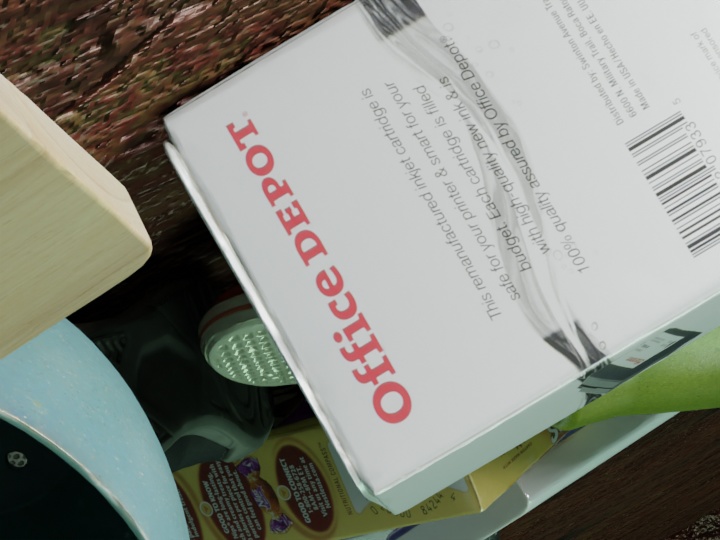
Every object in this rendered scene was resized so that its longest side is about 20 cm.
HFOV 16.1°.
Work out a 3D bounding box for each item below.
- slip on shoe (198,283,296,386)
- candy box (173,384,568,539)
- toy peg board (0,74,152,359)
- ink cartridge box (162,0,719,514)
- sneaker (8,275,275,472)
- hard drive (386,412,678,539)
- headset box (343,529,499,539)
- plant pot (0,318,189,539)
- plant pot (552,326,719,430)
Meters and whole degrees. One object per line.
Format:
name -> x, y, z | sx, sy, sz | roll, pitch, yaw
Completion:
slip on shoe -> 0.000, 0.000, 1.018 | 0.074, 0.061, 0.200 | -34, 171, 37
candy box -> -0.010, 0.072, 1.092 | 0.199, 0.057, 0.117 | -17, -169, 36
toy peg board -> -0.181, -0.023, 0.530 | 0.199, 0.098, 0.199 | -33, 151, 6
ink cartridge box -> 0.056, -0.031, 0.844 | 0.199, 0.145, 0.084 | -30, 167, 0
sneaker -> -0.108, 0.057, 0.975 | 0.114, 0.077, 0.199 | -21, 180, 22
hard drive -> 0.115, 0.069, 1.162 | 0.199, 0.025, 0.132 | -29, 173, -30
headset box -> -0.043, 0.169, 1.249 | 0.199, 0.093, 0.175 | -14, 129, -24
plant pot -> -0.140, 0.074, 0.779 | 0.200, 0.200, 0.135 | -37, -159, 24
plant pot -> 0.138, -0.032, 0.964 | 0.192, 0.201, 0.201 | -19, 165, -10
